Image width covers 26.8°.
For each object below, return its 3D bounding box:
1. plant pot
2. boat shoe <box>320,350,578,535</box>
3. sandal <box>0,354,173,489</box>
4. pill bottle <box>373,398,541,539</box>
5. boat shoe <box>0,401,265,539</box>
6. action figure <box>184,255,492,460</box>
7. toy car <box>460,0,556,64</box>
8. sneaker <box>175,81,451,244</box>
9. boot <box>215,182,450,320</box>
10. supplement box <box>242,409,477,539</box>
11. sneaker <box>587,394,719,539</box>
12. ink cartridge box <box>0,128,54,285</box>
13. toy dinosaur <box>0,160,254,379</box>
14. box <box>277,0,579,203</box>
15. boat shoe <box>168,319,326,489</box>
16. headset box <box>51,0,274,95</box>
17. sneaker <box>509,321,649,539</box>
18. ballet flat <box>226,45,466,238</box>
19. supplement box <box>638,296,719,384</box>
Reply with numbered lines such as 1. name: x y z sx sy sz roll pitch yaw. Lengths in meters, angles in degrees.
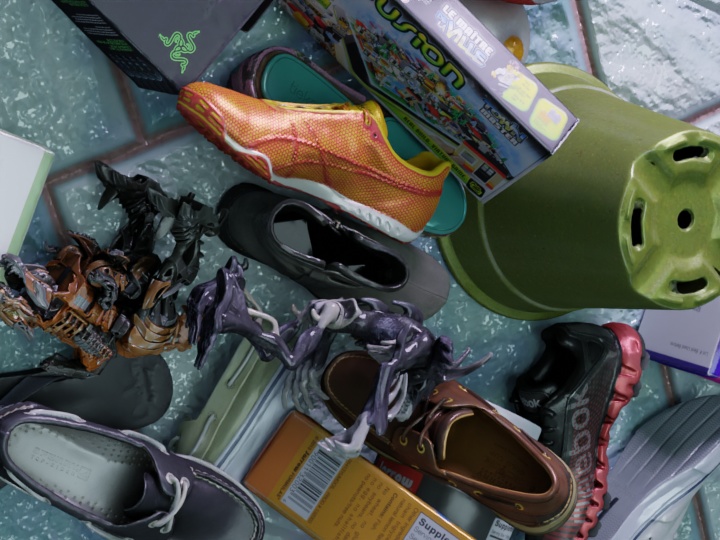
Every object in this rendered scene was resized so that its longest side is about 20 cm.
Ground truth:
1. plant pot: 0.183 -0.046 1.098 0.198 0.189 0.203 -5 101 -26
2. boat shoe: 0.059 0.108 1.032 0.072 0.199 0.068 -57 162 -11
3. sandal: -0.216 0.099 1.000 0.198 0.043 0.077 -24 108 -22
4. pill bottle: 0.050 0.188 1.110 0.115 0.116 0.202 26 86 -28
5. boat shoe: -0.146 0.139 0.971 0.199 0.060 0.075 29 77 -16
6. action figure: -0.017 0.060 0.982 0.198 0.119 0.103 18 94 -21
7. toy car: 0.088 -0.183 1.050 0.183 0.176 0.203 -12 117 -36
8. sneaker: -0.030 -0.085 0.979 0.198 0.073 0.078 21 97 -33
9. boot: 0.000 0.000 1.045 0.198 0.130 0.068 22 89 -28
10. supplement box: 0.020 0.178 1.025 0.199 0.067 0.069 36 86 15
11. sneaker: 0.241 0.185 1.241 0.200 0.073 0.071 -41 129 -9
12. ink cartridge box: -0.305 -0.042 0.929 0.198 0.048 0.147 22 88 -28
13. toy dinosaur: -0.153 0.008 0.999 0.199 0.101 0.137 8 101 -65
14. box: 0.042 -0.140 1.000 0.200 0.110 0.035 44 65 -5
15. boat shoe: -0.101 0.126 1.060 0.062 0.072 0.201 34 81 8
16. headset box: -0.132 -0.234 0.961 0.200 0.093 0.175 45 78 -26
17. sneaker: 0.154 0.131 1.179 0.097 0.071 0.203 17 88 -28
18. ballet flat: -0.011 -0.090 1.059 0.199 0.071 0.070 33 77 -27
19. supplement box: 0.341 0.056 1.244 0.198 0.101 0.105 21 88 -29
